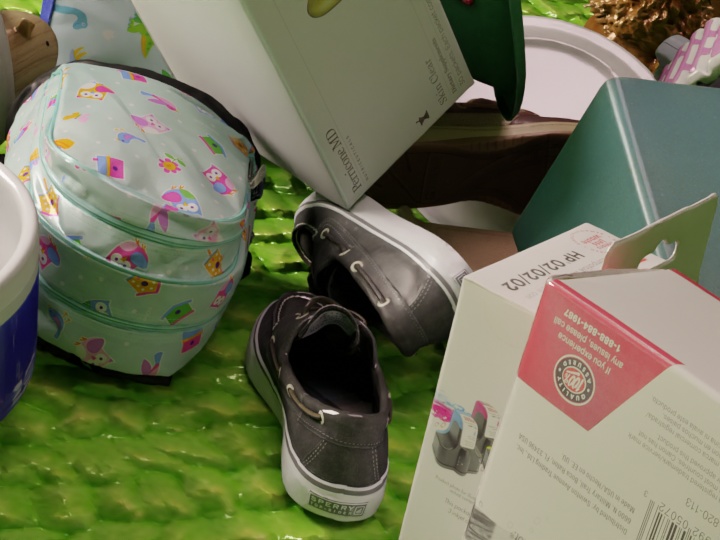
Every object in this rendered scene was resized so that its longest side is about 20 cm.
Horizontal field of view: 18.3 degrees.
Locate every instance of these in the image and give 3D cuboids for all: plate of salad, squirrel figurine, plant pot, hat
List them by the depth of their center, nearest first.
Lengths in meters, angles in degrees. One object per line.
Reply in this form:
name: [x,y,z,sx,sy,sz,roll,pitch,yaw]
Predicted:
plant pot: [0.185,0.026,1.184,0.140,0.142,0.201,4,54,-20]
hat: [-0.004,-0.177,1.320,0.174,0.166,0.202,-7,70,-3]
plate of salad: [0.113,-0.082,1.464,0.198,0.048,0.202,3,57,-5]
squirrel figurine: [0.237,-0.216,1.705,0.140,0.188,0.200,15,24,2]

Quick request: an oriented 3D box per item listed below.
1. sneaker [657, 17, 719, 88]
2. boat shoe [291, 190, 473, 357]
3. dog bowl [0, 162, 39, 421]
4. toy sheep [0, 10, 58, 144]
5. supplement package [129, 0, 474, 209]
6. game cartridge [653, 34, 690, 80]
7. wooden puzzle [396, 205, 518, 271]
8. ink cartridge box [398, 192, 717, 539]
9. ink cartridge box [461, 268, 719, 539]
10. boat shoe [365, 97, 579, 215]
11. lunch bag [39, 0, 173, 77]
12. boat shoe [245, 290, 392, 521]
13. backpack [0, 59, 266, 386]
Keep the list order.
sneaker: [0.192,-0.064,1.306,0.088,0.201,0.081,36,43,2]
boat shoe: [0.000,0.000,1.251,0.056,0.069,0.200,-35,23,-15]
dog bowl: [-0.251,0.010,1.052,0.198,0.079,0.201,3,33,-2]
toy sheep: [-0.272,-0.117,1.303,0.198,0.139,0.138,-13,32,-19]
supplement package: [-0.050,-0.161,1.236,0.111,0.201,0.155,-45,49,-14]
game cartridge: [0.258,-0.052,1.391,0.040,0.200,0.133,-41,48,-8]
wooden puzzle: [0.127,0.028,1.318,0.198,0.038,0.185,11,24,-17]
ink cartridge box: [0.090,0.054,1.033,0.068,0.202,0.115,26,27,27]
ink cartridge box: [0.119,0.120,0.908,0.082,0.202,0.146,-4,30,-42]
boat shoe: [0.081,-0.080,1.389,0.198,0.073,0.072,-2,45,-15]
lunch bag: [-0.117,-0.171,1.443,0.199,0.171,0.127,-8,32,-36]
boat shoe: [-0.018,0.050,1.146,0.069,0.067,0.200,10,24,-9]
backpack: [-0.129,-0.031,1.192,0.165,0.127,0.200,14,27,-8]
